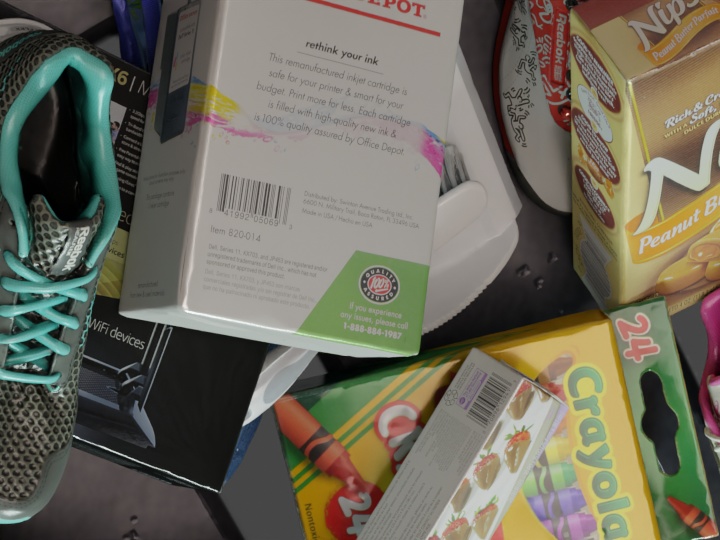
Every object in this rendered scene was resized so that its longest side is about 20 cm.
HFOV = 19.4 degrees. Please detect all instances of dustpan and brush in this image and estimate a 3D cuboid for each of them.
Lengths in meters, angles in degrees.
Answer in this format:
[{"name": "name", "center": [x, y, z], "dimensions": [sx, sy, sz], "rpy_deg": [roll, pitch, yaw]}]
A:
[{"name": "dustpan and brush", "center": [0.000, 0.000, 0.984], "dimensions": [0.199, 0.057, 0.140], "rpy_deg": [-38, 135, -12]}]

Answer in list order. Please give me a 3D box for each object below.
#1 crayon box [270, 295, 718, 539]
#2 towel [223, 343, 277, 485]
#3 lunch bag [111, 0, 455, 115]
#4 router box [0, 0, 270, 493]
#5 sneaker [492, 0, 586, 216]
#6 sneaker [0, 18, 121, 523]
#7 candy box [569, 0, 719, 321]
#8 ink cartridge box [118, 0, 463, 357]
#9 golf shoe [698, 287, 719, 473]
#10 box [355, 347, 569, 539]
[{"name": "crayon box", "center": [0.067, 0.095, 1.013], "dimensions": [0.198, 0.051, 0.128], "rpy_deg": [-14, 95, 2]}, {"name": "towel", "center": [-0.123, 0.007, 0.966], "dimensions": [0.199, 0.048, 0.112], "rpy_deg": [32, 65, -23]}, {"name": "lunch bag", "center": [-0.035, -0.126, 0.974], "dimensions": [0.149, 0.094, 0.202], "rpy_deg": [-15, 116, -16]}, {"name": "router box", "center": [-0.127, -0.012, 0.900], "dimensions": [0.199, 0.052, 0.159], "rpy_deg": [25, 77, -27]}, {"name": "sneaker", "center": [0.112, -0.118, 1.001], "dimensions": [0.067, 0.108, 0.203], "rpy_deg": [-3, 102, -16]}, {"name": "sneaker", "center": [-0.132, -0.002, 0.815], "dimensions": [0.077, 0.091, 0.202], "rpy_deg": [3, 88, -28]}, {"name": "candy box", "center": [0.161, -0.064, 0.998], "dimensions": [0.115, 0.055, 0.201], "rpy_deg": [-25, 146, -12]}, {"name": "ink cartridge box", "center": [-0.026, -0.071, 0.891], "dimensions": [0.116, 0.067, 0.202], "rpy_deg": [12, 82, -28]}, {"name": "golf shoe", "center": [0.198, 0.098, 1.037], "dimensions": [0.091, 0.075, 0.202], "rpy_deg": [30, 51, -40]}, {"name": "box", "center": [0.022, 0.132, 0.956], "dimensions": [0.039, 0.041, 0.201], "rpy_deg": [32, 88, -42]}]
